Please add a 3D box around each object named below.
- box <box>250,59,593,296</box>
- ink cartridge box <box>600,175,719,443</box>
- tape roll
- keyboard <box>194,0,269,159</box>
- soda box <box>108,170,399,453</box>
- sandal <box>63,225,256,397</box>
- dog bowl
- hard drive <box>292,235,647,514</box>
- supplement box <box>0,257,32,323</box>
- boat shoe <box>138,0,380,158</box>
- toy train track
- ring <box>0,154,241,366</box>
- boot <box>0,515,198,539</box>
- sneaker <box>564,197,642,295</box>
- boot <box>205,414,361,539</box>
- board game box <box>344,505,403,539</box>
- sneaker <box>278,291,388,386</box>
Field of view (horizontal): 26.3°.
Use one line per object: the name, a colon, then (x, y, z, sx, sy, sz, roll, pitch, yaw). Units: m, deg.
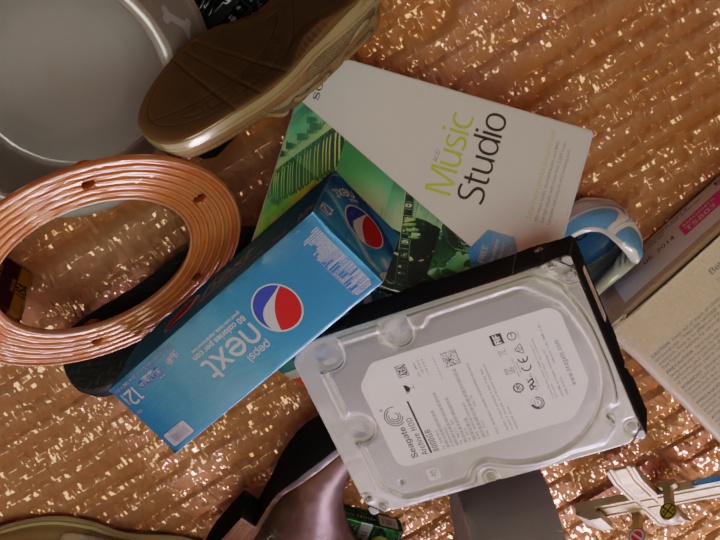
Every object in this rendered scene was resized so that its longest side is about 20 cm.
box: (0.041, -0.052, 1.030, 0.199, 0.036, 0.145, 16, 81, 4)
ink cartridge box: (0.295, 0.016, 1.122, 0.200, 0.075, 0.165, -43, 108, 11)
tape roll: (0.116, 0.243, 1.121, 0.066, 0.200, 0.201, -12, 112, -1)
keyboard: (-0.072, -0.170, 1.026, 0.104, 0.040, 0.200, 40, 101, -19)
soda box: (-0.069, 0.028, 0.991, 0.200, 0.068, 0.064, -39, 103, 26)
sandal: (-0.119, 0.028, 1.087, 0.200, 0.048, 0.076, -24, 70, 17)
dog bowl: (-0.198, -0.125, 0.998, 0.199, 0.059, 0.201, 2, 118, 3)
hard drive: (0.070, 0.072, 1.002, 0.199, 0.038, 0.140, -18, 110, 20)
supplement box: (-0.337, 0.007, 1.037, 0.200, 0.086, 0.111, 33, 104, -17)
boat shoe: (-0.055, -0.126, 0.978, 0.200, 0.071, 0.065, -41, 148, -24)
toy train track: (0.257, 0.175, 1.153, 0.199, 0.033, 0.115, -17, 143, 28)
ring: (-0.172, -0.007, 0.980, 0.200, 0.019, 0.201, -19, 147, -13)
boot: (-0.194, 0.248, 1.109, 0.199, 0.155, 0.072, 6, 110, -9)
sneaker: (0.114, 0.022, 1.105, 0.200, 0.073, 0.072, -38, 112, 10)
boot: (0.014, 0.204, 1.139, 0.200, 0.064, 0.186, 38, 119, -16)
board game box: (-0.049, 0.271, 1.207, 0.104, 0.023, 0.201, 18, 108, -12)
sneaker: (0.000, 0.000, 1.082, 0.093, 0.070, 0.200, 23, 110, -21)
